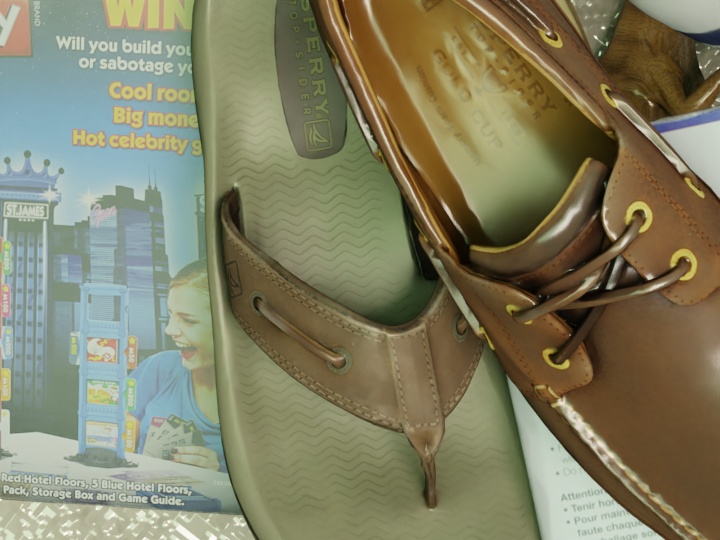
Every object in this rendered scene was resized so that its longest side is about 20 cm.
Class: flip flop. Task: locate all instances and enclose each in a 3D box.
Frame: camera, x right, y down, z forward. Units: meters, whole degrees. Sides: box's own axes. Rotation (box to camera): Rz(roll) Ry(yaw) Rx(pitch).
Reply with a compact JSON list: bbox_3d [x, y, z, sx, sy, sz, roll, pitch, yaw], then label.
[{"bbox_3d":[0.000,0.000,0.762,0.081,0.058,0.201,-8,84,-8],"label":"flip flop"}]

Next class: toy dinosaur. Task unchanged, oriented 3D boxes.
[{"bbox_3d":[0.062,-0.014,0.831,0.106,0.060,0.200,37,79,-2],"label":"toy dinosaur"}]

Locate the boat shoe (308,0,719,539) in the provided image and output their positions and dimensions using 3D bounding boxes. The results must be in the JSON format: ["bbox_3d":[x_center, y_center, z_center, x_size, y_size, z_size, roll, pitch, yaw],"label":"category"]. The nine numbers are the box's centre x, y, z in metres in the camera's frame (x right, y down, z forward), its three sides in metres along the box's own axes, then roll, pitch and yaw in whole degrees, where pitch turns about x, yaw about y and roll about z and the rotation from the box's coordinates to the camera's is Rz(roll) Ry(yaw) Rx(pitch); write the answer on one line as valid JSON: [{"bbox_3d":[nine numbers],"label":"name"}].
[{"bbox_3d":[0.051,-0.004,0.704,0.072,0.068,0.200,-36,87,17],"label":"boat shoe"}]

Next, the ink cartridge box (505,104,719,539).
[{"bbox_3d":[0.142,0.049,0.742,0.195,0.043,0.201,-11,93,16],"label":"ink cartridge box"}]

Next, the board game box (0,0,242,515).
[{"bbox_3d":[-0.080,-0.037,0.841,0.199,0.062,0.201,4,102,4],"label":"board game box"}]

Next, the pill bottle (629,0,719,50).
[{"bbox_3d":[0.127,-0.105,0.746,0.199,0.120,0.120,22,105,-22],"label":"pill bottle"}]
